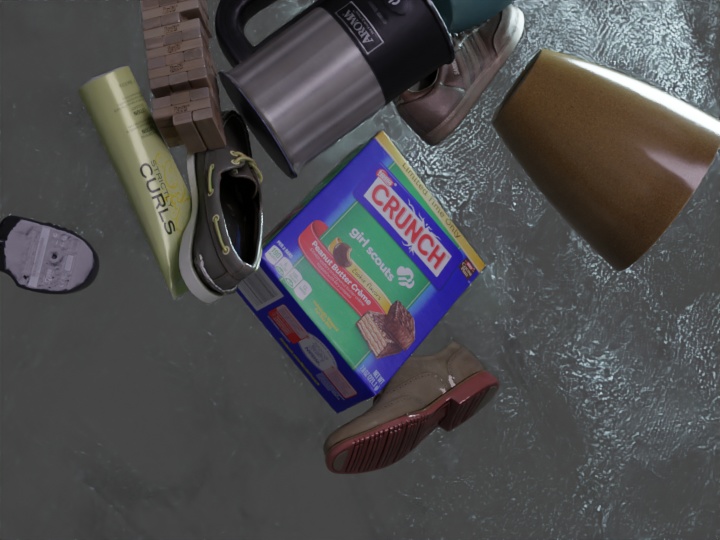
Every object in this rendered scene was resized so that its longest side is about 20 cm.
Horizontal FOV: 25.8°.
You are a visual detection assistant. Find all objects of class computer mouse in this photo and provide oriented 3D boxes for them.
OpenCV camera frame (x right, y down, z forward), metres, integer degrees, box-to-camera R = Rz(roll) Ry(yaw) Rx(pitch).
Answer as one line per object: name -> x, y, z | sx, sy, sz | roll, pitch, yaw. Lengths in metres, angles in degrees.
computer mouse -> -0.310, -0.026, 1.293 | 0.198, 0.034, 0.059 | 19, 81, -23

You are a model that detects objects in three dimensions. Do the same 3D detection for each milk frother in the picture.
milk frother -> -0.028, -0.185, 1.469 | 0.187, 0.201, 0.181 | -35, 60, -6

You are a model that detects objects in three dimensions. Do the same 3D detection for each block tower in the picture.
block tower -> -0.161, -0.206, 1.400 | 0.053, 0.058, 0.202 | -12, 65, 4

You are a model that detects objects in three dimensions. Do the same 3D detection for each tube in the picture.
tube -> -0.182, -0.079, 1.384 | 0.057, 0.052, 0.202 | -25, 95, -9

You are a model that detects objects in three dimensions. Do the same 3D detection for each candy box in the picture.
candy box -> 0.000, 0.000, 1.462 | 0.170, 0.077, 0.200 | 50, 53, -10

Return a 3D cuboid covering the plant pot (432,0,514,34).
plant pot -> 0.088, -0.332, 1.565 | 0.201, 0.200, 0.161 | 46, 67, -13

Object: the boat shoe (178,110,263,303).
boat shoe -> -0.115, -0.066, 1.389 | 0.072, 0.060, 0.204 | 38, 39, -38

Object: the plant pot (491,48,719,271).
plant pot -> 0.241, -0.134, 1.623 | 0.199, 0.186, 0.187 | 35, 57, -4

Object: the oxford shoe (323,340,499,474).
oxford shoe -> 0.035, 0.127, 1.465 | 0.199, 0.071, 0.075 | -21, 61, -36

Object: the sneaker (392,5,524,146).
sneaker -> 0.101, -0.219, 1.607 | 0.075, 0.070, 0.201 | 42, 55, -14
